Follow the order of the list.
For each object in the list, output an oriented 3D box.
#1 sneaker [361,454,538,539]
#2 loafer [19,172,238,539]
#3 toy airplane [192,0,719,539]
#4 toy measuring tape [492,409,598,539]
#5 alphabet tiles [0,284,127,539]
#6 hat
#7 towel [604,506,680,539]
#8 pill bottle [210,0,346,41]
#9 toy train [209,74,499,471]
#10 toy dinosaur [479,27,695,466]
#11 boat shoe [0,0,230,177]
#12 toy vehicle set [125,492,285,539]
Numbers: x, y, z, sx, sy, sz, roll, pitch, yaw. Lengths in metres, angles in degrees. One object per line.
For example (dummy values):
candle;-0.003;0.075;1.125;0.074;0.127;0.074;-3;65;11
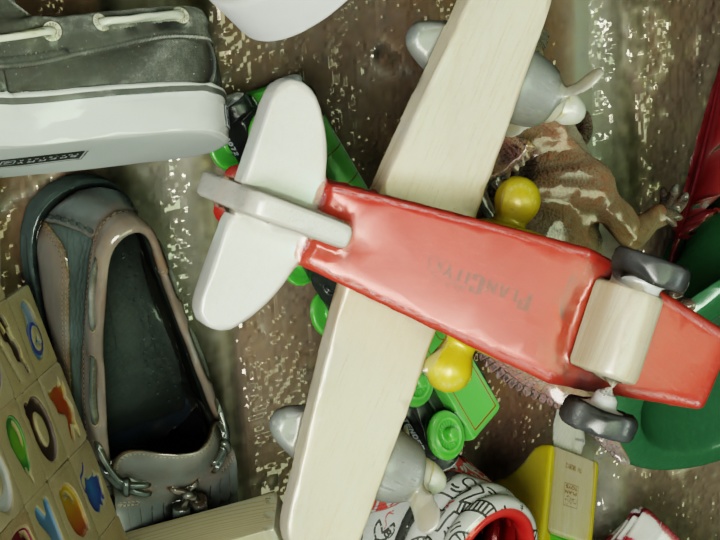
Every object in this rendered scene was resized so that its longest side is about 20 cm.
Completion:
sneaker;0.010;0.180;0.890;0.067;0.108;0.203;28;86;-37
loafer;-0.092;0.059;0.811;0.071;0.063;0.202;-27;117;-26
toy airplane;0.026;-0.002;0.783;0.199;0.141;0.201;-26;93;1
toy measuring tape;0.082;0.103;0.965;0.073;0.073;0.202;22;67;-38
alphabet tiles;-0.120;0.082;0.702;0.006;0.166;0.202;-19;97;7
hat;0.178;-0.023;1.016;0.199;0.177;0.165;-37;144;12
towel;0.132;0.237;0.966;0.144;0.023;0.200;44;70;-7
pill bottle;-0.075;-0.182;0.728;0.112;0.111;0.200;-53;127;-12
toy train;0.000;0.000;0.859;0.056;0.042;0.201;-44;113;-36
toy dinosaur;0.075;-0.010;0.887;0.134;0.086;0.202;-4;93;-34
boat shoe;-0.147;-0.072;0.739;0.198;0.071;0.064;-5;81;-30
toy vehicle set;-0.059;0.196;0.849;0.123;0.027;0.201;-17;118;11
